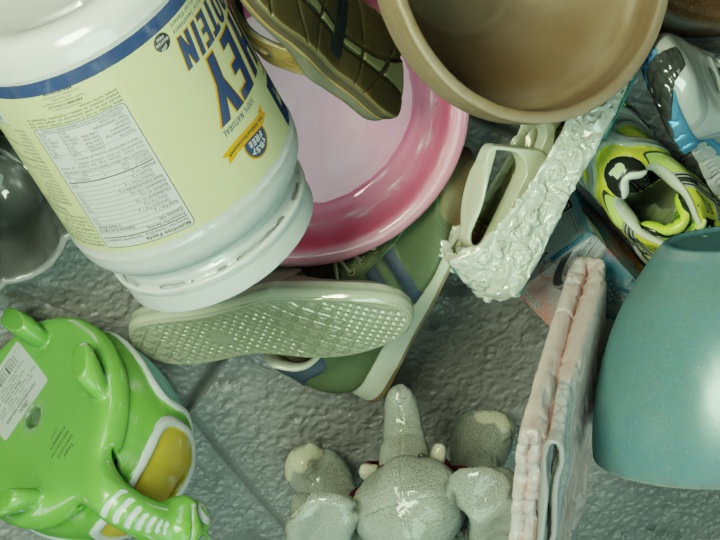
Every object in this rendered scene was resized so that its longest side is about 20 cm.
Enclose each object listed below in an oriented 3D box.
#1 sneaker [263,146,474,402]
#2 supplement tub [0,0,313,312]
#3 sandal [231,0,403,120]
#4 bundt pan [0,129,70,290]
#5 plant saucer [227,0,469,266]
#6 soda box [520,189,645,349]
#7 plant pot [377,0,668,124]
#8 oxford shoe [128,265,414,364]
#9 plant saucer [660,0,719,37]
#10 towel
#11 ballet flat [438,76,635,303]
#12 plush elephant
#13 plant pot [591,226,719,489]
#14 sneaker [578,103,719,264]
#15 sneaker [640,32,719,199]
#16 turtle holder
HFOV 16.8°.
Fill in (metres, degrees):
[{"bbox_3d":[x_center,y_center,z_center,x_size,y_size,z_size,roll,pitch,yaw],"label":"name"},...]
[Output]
[{"bbox_3d":[0.000,0.000,1.590,0.090,0.067,0.201,10,124,-22],"label":"sneaker"},{"bbox_3d":[-0.122,-0.090,1.369,0.145,0.145,0.200,-26,125,6],"label":"supplement tub"},{"bbox_3d":[-0.039,-0.149,1.406,0.054,0.081,0.200,-8,147,30],"label":"sandal"},{"bbox_3d":[-0.256,-0.081,1.469,0.201,0.076,0.202,-7,126,-9],"label":"bundt pan"},{"bbox_3d":[-0.034,-0.102,1.509,0.200,0.051,0.201,-5,116,-9],"label":"plant saucer"},{"bbox_3d":[0.179,0.036,1.660,0.068,0.064,0.200,-37,125,14],"label":"soda box"},{"bbox_3d":[0.078,-0.186,1.439,0.200,0.093,0.202,-2,94,-31],"label":"plant pot"},{"bbox_3d":[-0.057,0.019,1.554,0.199,0.058,0.075,-5,141,29],"label":"oxford shoe"},{"bbox_3d":[0.230,-0.224,1.506,0.200,0.037,0.201,-7,125,-9],"label":"plant saucer"},{"bbox_3d":[0.126,0.123,1.560,0.032,0.191,0.201,10,127,10],"label":"towel"},{"bbox_3d":[0.111,-0.076,1.527,0.072,0.072,0.201,26,90,-27],"label":"ballet flat"},{"bbox_3d":[0.032,0.153,1.616,0.164,0.201,0.155,-5,144,-1],"label":"plush elephant"},{"bbox_3d":[0.241,0.045,1.536,0.199,0.200,0.135,-7,100,-8],"label":"plant pot"},{"bbox_3d":[0.206,-0.029,1.612,0.075,0.076,0.200,-44,125,16],"label":"sneaker"},{"bbox_3d":[0.233,-0.109,1.525,0.086,0.075,0.200,-22,160,17],"label":"sneaker"},{"bbox_3d":[-0.164,0.109,1.567,0.132,0.185,0.141,28,71,-43],"label":"turtle holder"}]
